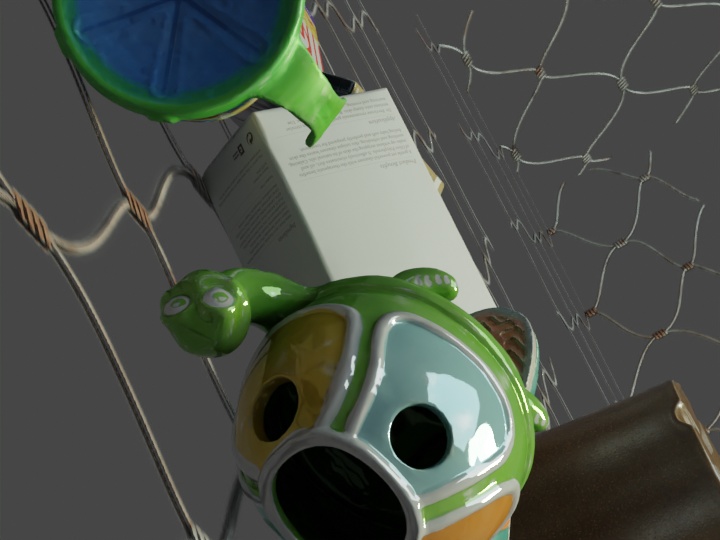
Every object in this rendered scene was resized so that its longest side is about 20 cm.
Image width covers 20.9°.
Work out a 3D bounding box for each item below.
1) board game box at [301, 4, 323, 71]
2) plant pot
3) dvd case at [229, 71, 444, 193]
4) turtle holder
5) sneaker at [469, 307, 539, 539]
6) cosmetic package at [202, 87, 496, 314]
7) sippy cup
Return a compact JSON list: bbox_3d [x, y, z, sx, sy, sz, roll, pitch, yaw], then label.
[{"bbox_3d":[-0.088,-0.224,1.607,0.152,0.046,0.200,57,10,-26],"label":"board game box"},{"bbox_3d":[0.146,0.177,1.235,0.200,0.198,0.200,59,9,-15],"label":"plant pot"},{"bbox_3d":[-0.038,-0.104,1.319,0.149,0.016,0.200,18,-9,23],"label":"dvd case"},{"bbox_3d":[0.000,0.068,0.943,0.186,0.141,0.132,69,24,-15],"label":"turtle holder"},{"bbox_3d":[0.052,0.119,1.078,0.200,0.071,0.080,-67,153,-21],"label":"sneaker"},{"bbox_3d":[0.000,0.000,1.170,0.107,0.085,0.200,-13,71,-35],"label":"cosmetic package"},{"bbox_3d":[-0.095,-0.141,1.090,0.130,0.139,0.178,75,-3,-83],"label":"sippy cup"}]
